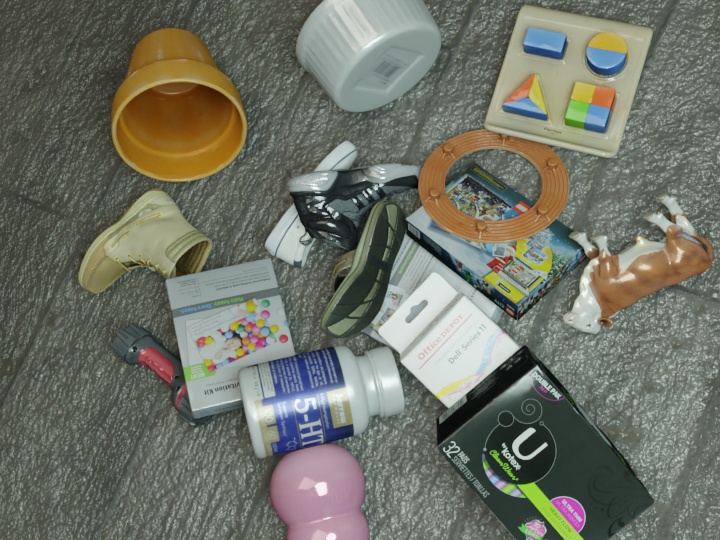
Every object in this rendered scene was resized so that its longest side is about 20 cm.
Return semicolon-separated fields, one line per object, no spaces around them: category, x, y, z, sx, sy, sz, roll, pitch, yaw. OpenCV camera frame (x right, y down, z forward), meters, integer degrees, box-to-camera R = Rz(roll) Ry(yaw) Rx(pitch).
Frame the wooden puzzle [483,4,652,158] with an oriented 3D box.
wooden puzzle;0.280;-0.264;1.217;0.185;0.046;0.200;16;80;18

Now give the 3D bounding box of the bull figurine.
bull figurine;0.328;-0.005;1.105;0.200;0.065;0.122;-26;108;5

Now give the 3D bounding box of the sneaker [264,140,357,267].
sneaker;-0.056;-0.093;1.314;0.071;0.073;0.200;35;91;5

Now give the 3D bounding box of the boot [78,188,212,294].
boot;-0.333;-0.012;1.394;0.200;0.073;0.155;-47;60;-3

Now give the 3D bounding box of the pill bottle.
pill bottle;-0.051;0.163;1.168;0.200;0.120;0.120;-13;67;-8

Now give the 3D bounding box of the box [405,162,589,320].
box;0.177;-0.042;1.180;0.137;0.038;0.200;-38;60;-20

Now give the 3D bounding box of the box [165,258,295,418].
box;-0.180;0.093;1.272;0.156;0.041;0.200;-11;68;-11

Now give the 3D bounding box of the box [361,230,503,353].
box;0.086;0.043;1.218;0.200;0.041;0.156;27;85;28

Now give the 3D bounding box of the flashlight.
flashlight;-0.291;0.152;1.327;0.200;0.068;0.068;31;83;26

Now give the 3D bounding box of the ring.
ring;0.177;-0.120;1.200;0.200;0.019;0.201;-3;54;3

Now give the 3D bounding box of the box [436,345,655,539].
box;0.204;0.214;1.026;0.148;0.124;0.200;-41;91;7

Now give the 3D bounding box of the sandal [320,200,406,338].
sandal;0.001;0.000;1.211;0.057;0.080;0.201;11;71;43

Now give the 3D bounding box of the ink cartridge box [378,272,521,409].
ink cartridge box;0.128;0.108;1.117;0.200;0.067;0.117;43;93;-1

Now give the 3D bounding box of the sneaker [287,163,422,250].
sneaker;-0.001;-0.088;1.263;0.200;0.075;0.114;-8;96;-16

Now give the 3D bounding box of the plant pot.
plant pot;-0.287;-0.273;1.403;0.200;0.200;0.184;-26;49;13

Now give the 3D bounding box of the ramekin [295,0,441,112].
ramekin;0.018;-0.317;1.277;0.200;0.200;0.098;-35;72;9

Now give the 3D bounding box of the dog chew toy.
dog chew toy;-0.044;0.326;1.143;0.124;0.125;0.200;-18;75;17
